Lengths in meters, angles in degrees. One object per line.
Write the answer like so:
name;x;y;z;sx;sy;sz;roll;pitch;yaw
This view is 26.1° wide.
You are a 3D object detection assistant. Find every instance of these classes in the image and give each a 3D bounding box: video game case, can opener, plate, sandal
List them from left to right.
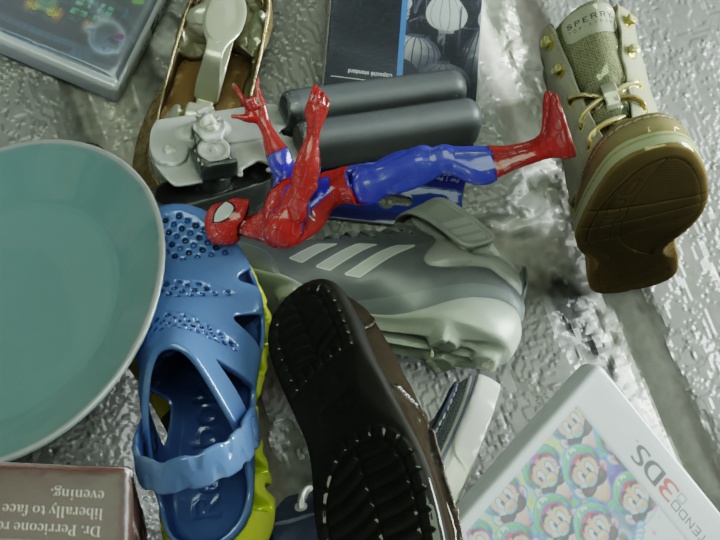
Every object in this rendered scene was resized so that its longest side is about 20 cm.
plate;-0.191;0.019;0.832;0.198;0.026;0.202;-10;56;15
video game case;-0.206;-0.223;0.983;0.198;0.023;0.183;23;71;2
sandal;-0.087;0.052;0.810;0.079;0.087;0.202;-14;65;5
can opener;-0.028;-0.075;0.899;0.198;0.067;0.053;-13;53;-14
video game case;0.117;0.185;0.844;0.200;0.024;0.182;-45;105;-17

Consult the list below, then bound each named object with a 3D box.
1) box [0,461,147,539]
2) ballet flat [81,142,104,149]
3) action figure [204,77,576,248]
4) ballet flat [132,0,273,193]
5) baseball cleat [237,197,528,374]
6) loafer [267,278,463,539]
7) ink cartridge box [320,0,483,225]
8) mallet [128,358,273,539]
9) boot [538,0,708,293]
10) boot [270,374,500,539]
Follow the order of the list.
box;-0.196;0.205;0.767;0.164;0.164;0.202;4;71;-4
ballet flat;-0.216;0.000;0.889;0.066;0.057;0.200;36;72;7
action figure;0.003;-0.074;0.820;0.198;0.065;0.100;-20;95;4
ballet flat;-0.096;-0.102;0.931;0.070;0.065;0.202;9;71;-4
baseball cleat;0.000;0.000;0.915;0.198;0.070;0.107;16;57;-2
loafer;0.015;0.095;0.803;0.073;0.071;0.201;-33;58;26
ink cartridge box;0.025;-0.127;0.967;0.098;0.039;0.202;5;72;-5
mallet;-0.101;0.069;0.869;0.066;0.041;0.200;-38;67;-15
boot;0.144;-0.086;0.882;0.071;0.200;0.156;-10;71;4
boot;0.002;0.132;0.860;0.090;0.073;0.201;26;69;6
